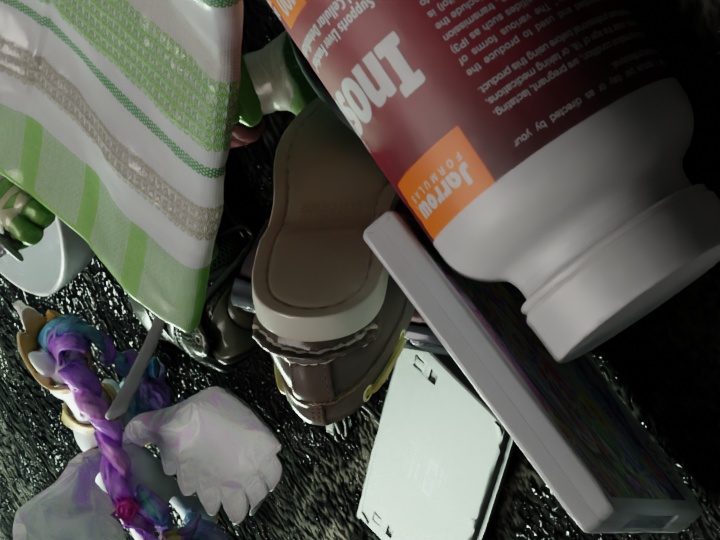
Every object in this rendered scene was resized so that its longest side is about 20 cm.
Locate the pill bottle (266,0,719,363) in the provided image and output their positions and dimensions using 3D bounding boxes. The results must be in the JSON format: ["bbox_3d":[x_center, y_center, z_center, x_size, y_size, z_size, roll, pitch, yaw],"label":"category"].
[{"bbox_3d":[0.053,-0.070,1.020,0.200,0.113,0.113,56,156,9],"label":"pill bottle"}]

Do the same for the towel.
[{"bbox_3d":[-0.108,-0.084,1.110,0.149,0.031,0.200,42,141,30],"label":"towel"}]

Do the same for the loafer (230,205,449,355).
[{"bbox_3d":[0.000,0.000,1.264,0.200,0.072,0.063,10,87,59],"label":"loafer"}]

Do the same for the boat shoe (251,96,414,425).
[{"bbox_3d":[-0.002,-0.014,1.125,0.072,0.200,0.060,0,123,10],"label":"boat shoe"}]

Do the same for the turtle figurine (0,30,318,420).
[{"bbox_3d":[-0.104,-0.027,1.268,0.194,0.201,0.144,-28,132,34],"label":"turtle figurine"}]

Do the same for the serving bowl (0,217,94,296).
[{"bbox_3d":[-0.201,-0.089,1.556,0.200,0.066,0.200,44,152,31],"label":"serving bowl"}]

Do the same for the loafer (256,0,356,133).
[{"bbox_3d":[0.003,-0.115,1.126,0.200,0.072,0.063,48,145,31],"label":"loafer"}]

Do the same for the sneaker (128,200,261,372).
[{"bbox_3d":[-0.088,-0.026,1.397,0.114,0.076,0.200,33,147,43],"label":"sneaker"}]

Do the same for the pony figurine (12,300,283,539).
[{"bbox_3d":[-0.137,0.123,1.599,0.193,0.166,0.200,53,172,32],"label":"pony figurine"}]

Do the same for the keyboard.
[{"bbox_3d":[0.024,0.084,1.367,0.127,0.021,0.200,45,151,19],"label":"keyboard"}]

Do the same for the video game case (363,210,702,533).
[{"bbox_3d":[0.075,0.045,1.090,0.143,0.018,0.200,53,-170,14],"label":"video game case"}]
